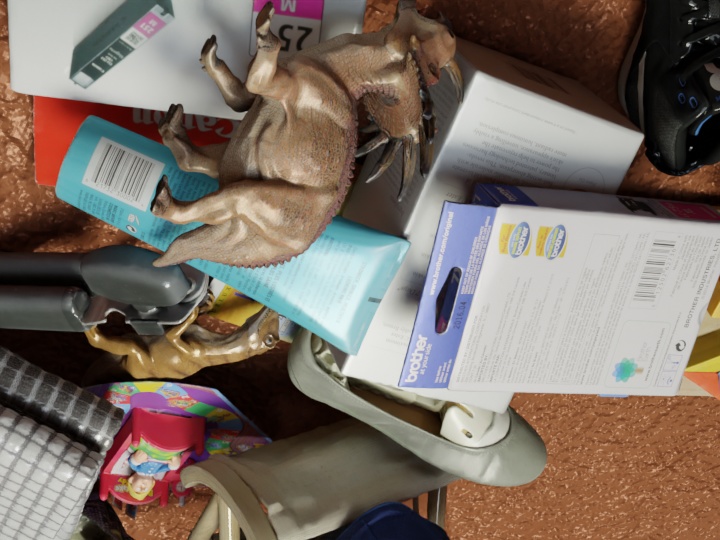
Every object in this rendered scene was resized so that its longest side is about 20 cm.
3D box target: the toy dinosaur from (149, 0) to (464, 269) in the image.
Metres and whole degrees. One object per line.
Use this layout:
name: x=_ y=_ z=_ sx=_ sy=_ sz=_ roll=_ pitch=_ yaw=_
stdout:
toy dinosaur: x=-0.030 y=-0.059 z=0.612 sx=0.134 sy=0.086 sz=0.202 roll=27 pitch=105 yaw=-25

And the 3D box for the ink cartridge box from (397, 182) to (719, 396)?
ink cartridge box: x=0.118 y=0.014 z=0.690 sx=0.197 sy=0.042 sz=0.121 roll=2 pitch=116 yaw=-24

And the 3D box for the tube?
tube: x=-0.075 y=-0.024 z=0.671 sx=0.197 sy=0.051 sz=0.078 roll=26 pitch=115 yaw=-3

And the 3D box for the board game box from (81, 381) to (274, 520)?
board game box: x=-0.151 y=0.143 z=0.864 sx=0.155 sy=0.040 sz=0.200 roll=-13 pitch=148 yaw=15

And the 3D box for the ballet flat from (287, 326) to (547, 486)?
ballet flat: x=0.043 y=0.088 z=0.798 sx=0.197 sy=0.068 sz=0.064 roll=24 pitch=145 yaw=1

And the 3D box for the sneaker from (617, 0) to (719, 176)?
sneaker: x=0.207 y=-0.147 z=0.678 sx=0.072 sy=0.113 sz=0.202 roll=-5 pitch=131 yaw=-6

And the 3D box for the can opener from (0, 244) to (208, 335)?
can opener: x=-0.185 y=0.005 z=0.735 sx=0.197 sy=0.053 sz=0.067 roll=-2 pitch=139 yaw=24

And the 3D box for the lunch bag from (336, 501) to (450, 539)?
lunch bag: x=0.011 y=0.275 z=0.775 sx=0.200 sy=0.133 sz=0.136 roll=-46 pitch=142 yaw=5

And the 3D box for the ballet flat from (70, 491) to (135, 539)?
ballet flat: x=-0.187 y=0.232 z=0.873 sx=0.071 sy=0.199 sz=0.073 roll=-18 pitch=120 yaw=-34

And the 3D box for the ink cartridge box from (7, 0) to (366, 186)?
ink cartridge box: x=-0.102 y=-0.104 z=0.681 sx=0.196 sy=0.044 sz=0.176 roll=6 pitch=124 yaw=-4

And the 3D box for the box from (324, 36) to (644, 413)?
box: x=0.065 y=-0.030 z=0.731 sx=0.123 sy=0.098 sz=0.202 roll=15 pitch=111 yaw=-24

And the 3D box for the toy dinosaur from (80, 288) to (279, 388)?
toy dinosaur: x=-0.151 y=0.057 z=0.799 sx=0.197 sy=0.061 sz=0.107 roll=-15 pitch=124 yaw=26

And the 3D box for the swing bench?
swing bench: x=-0.028 y=0.190 z=0.872 sx=0.196 sy=0.130 sz=0.202 roll=-13 pitch=134 yaw=-31

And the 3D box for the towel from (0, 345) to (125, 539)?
towel: x=-0.262 y=0.126 z=0.798 sx=0.164 sy=0.086 sz=0.201 roll=27 pitch=136 yaw=-9

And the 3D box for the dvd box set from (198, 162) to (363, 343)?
dvd box set: x=0.000 y=0.000 z=0.820 sx=0.198 sy=0.030 sz=0.147 roll=21 pitch=123 yaw=-25

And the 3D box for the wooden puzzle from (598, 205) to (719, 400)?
wooden puzzle: x=0.240 y=0.035 z=0.881 sx=0.196 sy=0.047 sz=0.187 roll=6 pitch=129 yaw=-15
